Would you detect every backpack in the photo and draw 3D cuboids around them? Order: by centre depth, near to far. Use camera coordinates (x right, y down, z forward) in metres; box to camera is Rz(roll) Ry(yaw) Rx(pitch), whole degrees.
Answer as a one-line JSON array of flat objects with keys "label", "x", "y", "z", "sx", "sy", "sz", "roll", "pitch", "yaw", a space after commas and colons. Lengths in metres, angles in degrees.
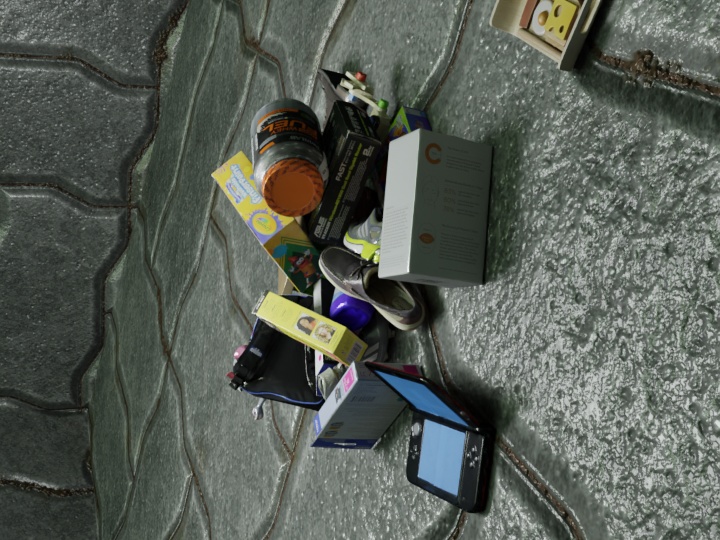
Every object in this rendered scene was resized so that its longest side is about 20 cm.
[{"label": "backpack", "x": -0.111, "y": 0.145, "z": 1.641, "sx": 0.154, "sy": 0.197, "sz": 0.193, "roll": 65, "pitch": -144, "yaw": -76}]

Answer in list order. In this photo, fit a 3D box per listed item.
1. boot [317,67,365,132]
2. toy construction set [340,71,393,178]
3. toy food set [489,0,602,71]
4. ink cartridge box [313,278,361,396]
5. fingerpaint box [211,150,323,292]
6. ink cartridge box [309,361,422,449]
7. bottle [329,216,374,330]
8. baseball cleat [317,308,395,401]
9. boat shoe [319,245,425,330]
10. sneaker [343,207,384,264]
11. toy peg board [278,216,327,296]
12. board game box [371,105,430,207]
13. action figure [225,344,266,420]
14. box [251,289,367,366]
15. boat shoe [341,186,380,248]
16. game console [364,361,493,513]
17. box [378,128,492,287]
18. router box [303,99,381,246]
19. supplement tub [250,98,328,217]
[{"label": "boot", "x": -0.061, "y": -0.292, "z": 1.795, "sx": 0.200, "sy": 0.068, "sz": 0.176, "roll": 56, "pitch": 131, "yaw": 53}, {"label": "toy construction set", "x": 0.001, "y": -0.250, "z": 1.636, "sx": 0.132, "sy": 0.091, "sz": 0.202, "roll": -118, "pitch": 32, "yaw": -52}, {"label": "toy food set", "x": 0.241, "y": -0.356, "z": 1.179, "sx": 0.145, "sy": 0.060, "sz": 0.201, "roll": -70, "pitch": 27, "yaw": 24}, {"label": "ink cartridge box", "x": -0.031, "y": 0.117, "z": 1.573, "sx": 0.037, "sy": 0.093, "sz": 0.203, "roll": -34, "pitch": 52, "yaw": 56}, {"label": "fingerpaint box", "x": -0.154, "y": -0.085, "z": 1.584, "sx": 0.073, "sy": 0.167, "sz": 0.200, "roll": -37, "pitch": 54, "yaw": -2}, {"label": "ink cartridge box", "x": 0.004, "y": 0.215, "z": 1.438, "sx": 0.201, "sy": 0.118, "sz": 0.042, "roll": -60, "pitch": 36, "yaw": 40}, {"label": "bottle", "x": 0.000, "y": 0.000, "z": 1.530, "sx": 0.084, "sy": 0.065, "sz": 0.202, "roll": -45, "pitch": 26, "yaw": 49}, {"label": "baseball cleat", "x": -0.011, "y": 0.154, "z": 1.505, "sx": 0.070, "sy": 0.105, "sz": 0.203, "roll": -164, "pitch": 85, "yaw": -69}, {"label": "boat shoe", "x": 0.017, "y": 0.016, "z": 1.422, "sx": 0.199, "sy": 0.072, "sz": 0.065, "roll": 38, "pitch": 161, "yaw": 20}, {"label": "sneaker", "x": 0.029, "y": -0.058, "z": 1.431, "sx": 0.200, "sy": 0.073, "sz": 0.082, "roll": -145, "pitch": 73, "yaw": -70}, {"label": "toy peg board", "x": -0.086, "y": -0.050, "z": 1.774, "sx": 0.200, "sy": 0.097, "sz": 0.202, "roll": -101, "pitch": 29, "yaw": -66}, {"label": "board game box", "x": 0.079, "y": -0.147, "z": 1.478, "sx": 0.135, "sy": 0.044, "sz": 0.202, "roll": -59, "pitch": 33, "yaw": 40}, {"label": "action figure", "x": -0.170, "y": 0.184, "z": 1.749, "sx": 0.149, "sy": 0.199, "sz": 0.135, "roll": -47, "pitch": 71, "yaw": 30}, {"label": "box", "x": -0.085, "y": 0.095, "z": 1.502, "sx": 0.198, "sy": 0.075, "sz": 0.051, "roll": 22, "pitch": 76, "yaw": 38}, {"label": "boat shoe", "x": -0.023, "y": -0.058, "z": 1.642, "sx": 0.070, "sy": 0.069, "sz": 0.203, "roll": 46, "pitch": 125, "yaw": 59}, {"label": "game console", "x": 0.082, "y": 0.227, "z": 1.270, "sx": 0.199, "sy": 0.117, "sz": 0.175, "roll": 5, "pitch": 86, "yaw": 65}, {"label": "box", "x": 0.106, "y": -0.084, "z": 1.307, "sx": 0.097, "sy": 0.123, "sz": 0.203, "roll": -9, "pitch": 74, "yaw": 64}, {"label": "router box", "x": -0.038, "y": -0.164, "z": 1.531, "sx": 0.150, "sy": 0.061, "sz": 0.202, "roll": -107, "pitch": 36, "yaw": -58}, {"label": "supplement tub", "x": -0.116, "y": -0.182, "z": 1.483, "sx": 0.201, "sy": 0.121, "sz": 0.123, "roll": -103, "pitch": 32, "yaw": -51}]
